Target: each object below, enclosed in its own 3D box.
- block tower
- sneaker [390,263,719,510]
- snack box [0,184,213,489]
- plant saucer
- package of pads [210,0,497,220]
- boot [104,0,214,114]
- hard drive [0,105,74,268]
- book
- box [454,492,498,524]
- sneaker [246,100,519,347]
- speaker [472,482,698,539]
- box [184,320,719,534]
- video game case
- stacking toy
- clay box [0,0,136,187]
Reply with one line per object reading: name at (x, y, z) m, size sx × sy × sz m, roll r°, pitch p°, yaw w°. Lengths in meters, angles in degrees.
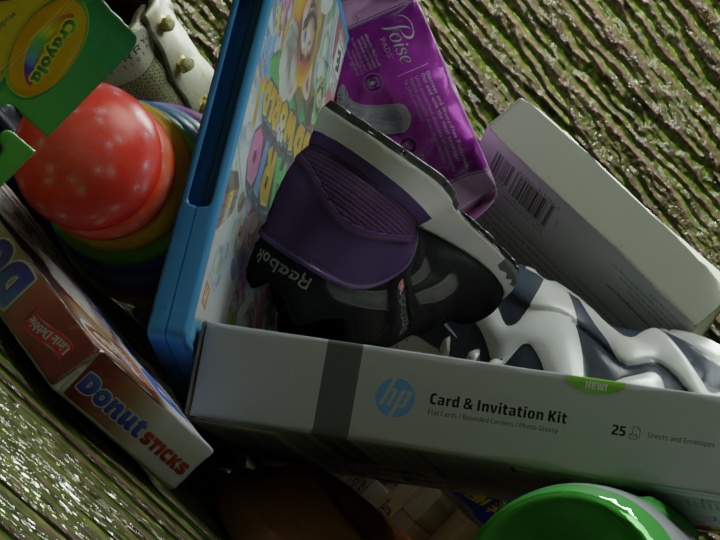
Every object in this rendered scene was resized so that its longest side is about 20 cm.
block tower at (-0.022, 0.069, 1.325) m, size 0.200 × 0.058 × 0.054 m, roll 46°, pitch 2°, yaw 33°
sneaker at (0.063, 0.066, 1.268) m, size 0.199 × 0.080 × 0.130 m, roll 21°, pitch 35°, yaw 10°
snack box at (-0.123, 0.004, 1.082) m, size 0.072 × 0.024 × 0.200 m, roll 47°, pitch 0°, yaw -42°
plant saucer at (0.025, 0.143, 1.117) m, size 0.200 × 0.037 × 0.200 m, roll 45°, pitch 3°, yaw -3°
package of pads at (-0.009, -0.063, 1.368) m, size 0.121 × 0.076 × 0.200 m, roll 66°, pitch -13°, yaw -3°
boot at (-0.073, -0.042, 1.268) m, size 0.155 × 0.072 × 0.200 m, roll 59°, pitch -1°, yaw -40°
hard drive at (-0.163, -0.062, 1.291) m, size 0.135 × 0.042 × 0.200 m, roll 46°, pitch 2°, yaw 18°
book at (0.088, 0.022, 1.390) m, size 0.134 × 0.048 × 0.200 m, roll 44°, pitch -30°, yaw 12°
box at (0.018, 0.095, 1.442) m, size 0.200 × 0.064 × 0.070 m, roll 45°, pitch 2°, yaw 3°
sneaker at (0.000, 0.000, 1.185) m, size 0.076 × 0.088 × 0.200 m, roll 34°, pitch -3°, yaw 22°
speaker at (0.091, 0.127, 1.054) m, size 0.088 × 0.088 × 0.200 m, roll 46°, pitch 3°, yaw 18°
box at (0.048, 0.063, 1.108) m, size 0.200 × 0.041 × 0.156 m, roll 9°, pitch -8°, yaw 12°
video game case at (-0.041, -0.038, 1.146) m, size 0.018 × 0.200 × 0.143 m, roll 9°, pitch -22°, yaw 11°
stacking toy at (-0.092, -0.037, 1.118) m, size 0.085 × 0.085 × 0.200 m, roll 45°, pitch -1°, yaw 8°
clay box at (-0.179, -0.106, 0.936) m, size 0.200 × 0.115 × 0.048 m, roll 45°, pitch 2°, yaw -26°
